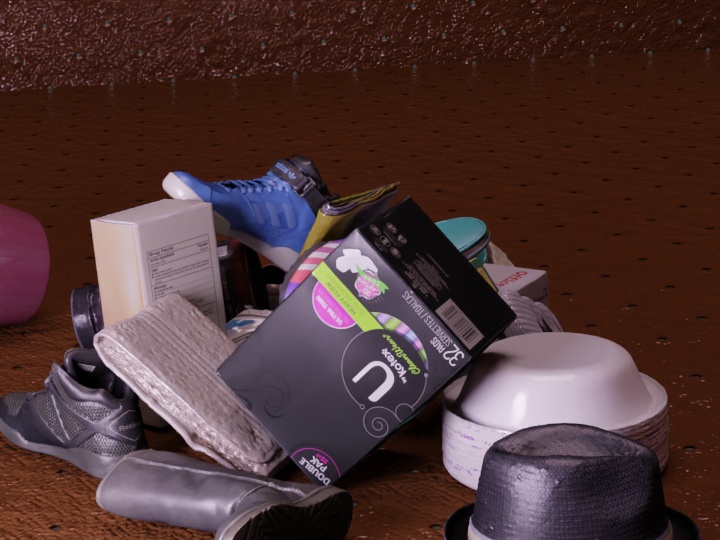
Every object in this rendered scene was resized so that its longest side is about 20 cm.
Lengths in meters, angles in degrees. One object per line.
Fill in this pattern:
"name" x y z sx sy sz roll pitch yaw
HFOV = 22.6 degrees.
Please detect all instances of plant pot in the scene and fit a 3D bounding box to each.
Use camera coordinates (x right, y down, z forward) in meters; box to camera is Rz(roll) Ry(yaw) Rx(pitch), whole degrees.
"plant pot" -0.455 -0.009 2.008 0.179 0.201 0.200 4 8 -41

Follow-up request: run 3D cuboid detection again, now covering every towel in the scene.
"towel" -0.031 -0.002 1.907 0.023 0.201 0.143 35 28 20
"towel" -0.134 0.106 1.622 0.200 0.035 0.132 41 28 9

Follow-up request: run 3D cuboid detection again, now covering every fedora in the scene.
"fedora" 0.163 0.175 1.398 0.200 0.092 0.201 -2 16 1

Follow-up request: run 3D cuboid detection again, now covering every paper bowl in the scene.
"paper bowl" 0.170 0.120 1.582 0.200 0.105 0.201 -3 15 1

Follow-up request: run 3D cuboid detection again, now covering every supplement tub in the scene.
"supplement tub" -0.202 0.034 1.912 0.199 0.107 0.107 -13 15 5

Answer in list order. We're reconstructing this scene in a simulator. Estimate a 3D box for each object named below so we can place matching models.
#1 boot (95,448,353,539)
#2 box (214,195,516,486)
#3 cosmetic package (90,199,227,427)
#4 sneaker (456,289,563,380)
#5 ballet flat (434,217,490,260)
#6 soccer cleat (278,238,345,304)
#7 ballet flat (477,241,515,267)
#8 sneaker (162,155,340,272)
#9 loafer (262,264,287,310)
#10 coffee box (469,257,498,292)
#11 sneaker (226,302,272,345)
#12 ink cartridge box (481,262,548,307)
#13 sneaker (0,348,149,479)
"boot" -0.128 0.190 1.435 0.199 0.073 0.182 14 8 28
"box" 0.005 0.064 1.557 0.200 0.149 0.124 -44 -5 28
"cosmetic package" -0.190 0.039 1.736 0.071 0.201 0.105 7 17 43
"sneaker" 0.135 0.083 1.746 0.115 0.075 0.200 -32 -24 15
"ballet flat" 0.042 0.007 1.788 0.199 0.075 0.074 -20 22 -24
"soccer cleat" 0.000 0.000 1.821 0.073 0.068 0.200 19 34 37
"ballet flat" 0.158 0.019 2.055 0.062 0.068 0.200 23 15 -13
"sneaker" -0.103 -0.082 1.831 0.200 0.111 0.077 31 7 -39
"loafer" -0.092 0.021 2.045 0.072 0.063 0.200 -3 16 -3
"coffee box" 0.027 0.065 1.715 0.200 0.044 0.123 -35 -5 33
"sneaker" -0.086 0.063 1.832 0.199 0.073 0.072 -9 -10 3
"ink cartridge box" 0.079 0.046 1.888 0.199 0.084 0.146 8 21 33
"sneaker" -0.267 0.115 1.649 0.076 0.115 0.199 -13 17 -40
